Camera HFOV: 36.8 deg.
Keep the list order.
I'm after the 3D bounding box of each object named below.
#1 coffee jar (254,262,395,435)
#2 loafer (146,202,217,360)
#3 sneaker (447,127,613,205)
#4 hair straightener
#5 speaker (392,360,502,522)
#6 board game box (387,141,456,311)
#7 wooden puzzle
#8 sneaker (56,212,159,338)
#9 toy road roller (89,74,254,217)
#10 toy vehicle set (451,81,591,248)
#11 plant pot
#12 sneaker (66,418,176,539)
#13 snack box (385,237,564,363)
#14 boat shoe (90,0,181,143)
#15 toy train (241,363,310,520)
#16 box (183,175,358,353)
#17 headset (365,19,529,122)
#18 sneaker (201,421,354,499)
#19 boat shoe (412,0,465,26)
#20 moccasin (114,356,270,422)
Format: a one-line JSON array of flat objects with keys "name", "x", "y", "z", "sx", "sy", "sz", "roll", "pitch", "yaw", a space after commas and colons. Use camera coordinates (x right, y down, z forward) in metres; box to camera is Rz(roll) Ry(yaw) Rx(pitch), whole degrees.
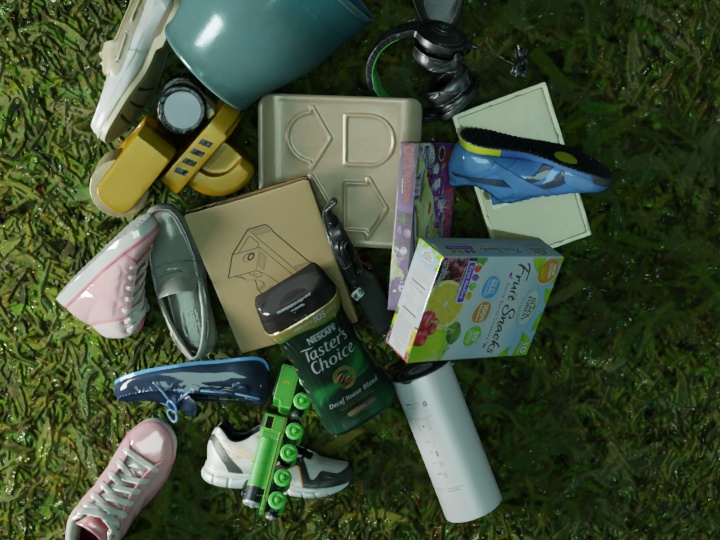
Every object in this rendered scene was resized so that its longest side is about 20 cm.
[{"name": "coffee jar", "x": -0.044, "y": 0.095, "z": 1.325, "sx": 0.104, "sy": 0.085, "sz": 0.201, "roll": -31, "pitch": 109, "yaw": -2}, {"name": "loafer", "x": -0.225, "y": 0.014, "z": 1.358, "sx": 0.069, "sy": 0.070, "sz": 0.202, "roll": -17, "pitch": 98, "yaw": 3}, {"name": "sneaker", "x": 0.204, "y": -0.115, "z": 1.317, "sx": 0.198, "sy": 0.066, "sz": 0.079, "roll": 11, "pitch": 119, "yaw": -4}, {"name": "hair straightener", "x": 0.000, "y": 0.000, "z": 1.317, "sx": 0.041, "sy": 0.077, "sz": 0.201, "roll": -21, "pitch": 122, "yaw": 3}, {"name": "speaker", "x": 0.111, "y": 0.217, "z": 1.382, "sx": 0.081, "sy": 0.081, "sz": 0.202, "roll": -21, "pitch": 98, "yaw": 4}, {"name": "board game box", "x": 0.077, "y": -0.056, "z": 1.323, "sx": 0.032, "sy": 0.120, "sz": 0.202, "roll": 8, "pitch": 100, "yaw": 24}, {"name": "wooden puzzle", "x": -0.025, "y": -0.124, "z": 1.337, "sx": 0.198, "sy": 0.046, "sz": 0.187, "roll": 2, "pitch": 107, "yaw": 2}, {"name": "sneaker", "x": -0.285, "y": 0.014, "z": 1.335, "sx": 0.105, "sy": 0.076, "sz": 0.200, "roll": 45, "pitch": 126, "yaw": -10}, {"name": "toy road roller", "x": -0.218, "y": -0.130, "z": 1.314, "sx": 0.146, "sy": 0.123, "sz": 0.200, "roll": 41, "pitch": 97, "yaw": -17}, {"name": "toy vehicle set", "x": 0.201, "y": -0.120, "z": 1.355, "sx": 0.123, "sy": 0.027, "sz": 0.202, "roll": -18, "pitch": 98, "yaw": 3}, {"name": "plant pot", "x": -0.117, "y": -0.296, "z": 1.254, "sx": 0.188, "sy": 0.200, "sz": 0.200, "roll": -43, "pitch": 96, "yaw": 14}, {"name": "sneaker", "x": -0.306, "y": 0.287, "z": 1.379, "sx": 0.075, "sy": 0.105, "sz": 0.201, "roll": 35, "pitch": 96, "yaw": -4}, {"name": "snack box", "x": 0.139, "y": 0.034, "z": 1.301, "sx": 0.198, "sy": 0.053, "sz": 0.143, "roll": 0, "pitch": 119, "yaw": -37}, {"name": "boat shoe", "x": -0.280, "y": -0.255, "z": 1.321, "sx": 0.068, "sy": 0.075, "sz": 0.201, "roll": 30, "pitch": 93, "yaw": 4}, {"name": "toy train", "x": -0.102, "y": 0.211, "z": 1.357, "sx": 0.056, "sy": 0.042, "sz": 0.202, "roll": 15, "pitch": 63, "yaw": -1}, {"name": "box", "x": -0.109, "y": -0.004, "z": 1.347, "sx": 0.162, "sy": 0.021, "sz": 0.202, "roll": -15, "pitch": 114, "yaw": 9}, {"name": "headset", "x": 0.102, "y": -0.235, "z": 1.289, "sx": 0.198, "sy": 0.094, "sz": 0.124, "roll": -9, "pitch": 125, "yaw": 16}, {"name": "sneaker", "x": -0.105, "y": 0.242, "z": 1.393, "sx": 0.198, "sy": 0.074, "sz": 0.081, "roll": 6, "pitch": 97, "yaw": -1}, {"name": "boat shoe", "x": 0.095, "y": -0.387, "z": 1.290, "sx": 0.074, "sy": 0.073, "sz": 0.202, "roll": -1, "pitch": 100, "yaw": 1}, {"name": "moccasin", "x": -0.213, "y": 0.153, "z": 1.370, "sx": 0.198, "sy": 0.081, "sz": 0.069, "roll": -8, "pitch": 79, "yaw": 3}]
